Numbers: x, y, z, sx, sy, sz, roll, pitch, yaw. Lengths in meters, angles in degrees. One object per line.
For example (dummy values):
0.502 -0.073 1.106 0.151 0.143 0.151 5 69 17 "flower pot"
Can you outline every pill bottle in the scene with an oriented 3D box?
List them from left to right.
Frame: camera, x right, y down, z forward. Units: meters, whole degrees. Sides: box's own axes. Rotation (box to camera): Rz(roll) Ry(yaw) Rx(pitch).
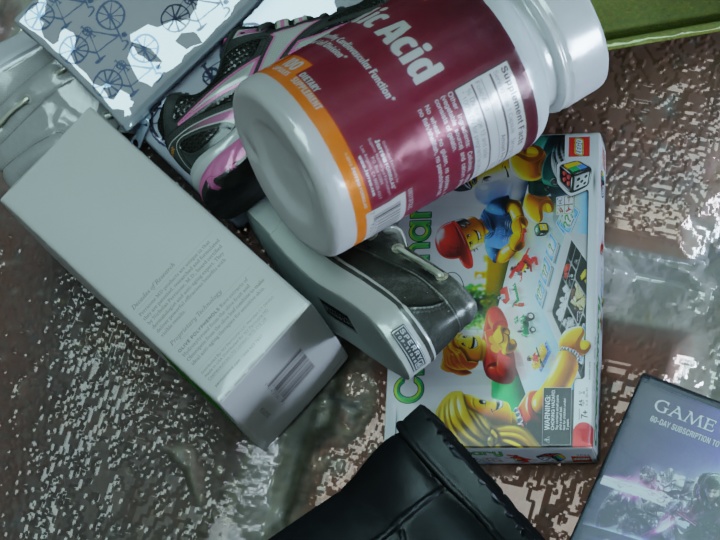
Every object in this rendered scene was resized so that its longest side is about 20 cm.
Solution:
0.037 -0.103 1.337 0.199 0.114 0.114 -30 66 -17 "pill bottle"

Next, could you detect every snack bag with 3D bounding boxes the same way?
-0.084 -0.152 1.457 0.189 0.021 0.200 -45 93 -6 "snack bag"

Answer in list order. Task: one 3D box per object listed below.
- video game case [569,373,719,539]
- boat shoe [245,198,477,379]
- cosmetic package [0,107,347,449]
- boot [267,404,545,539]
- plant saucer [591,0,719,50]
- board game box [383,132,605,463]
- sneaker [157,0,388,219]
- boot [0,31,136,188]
0.188 0.174 1.323 0.142 0.019 0.201 21 75 19 "video game case"
0.000 0.000 1.377 0.064 0.071 0.200 -37 39 -13 "boat shoe"
-0.112 0.004 1.404 0.200 0.108 0.085 40 83 24 "cosmetic package"
0.033 0.199 1.307 0.168 0.076 0.200 -44 68 5 "boot"
0.163 -0.222 1.458 0.199 0.048 0.201 -9 68 9 "plant saucer"
0.083 0.016 1.395 0.126 0.035 0.201 -2 70 13 "board game box"
-0.042 -0.127 1.417 0.200 0.080 0.086 -38 68 -20 "sneaker"
-0.158 -0.129 1.492 0.199 0.074 0.096 -31 77 5 "boot"
